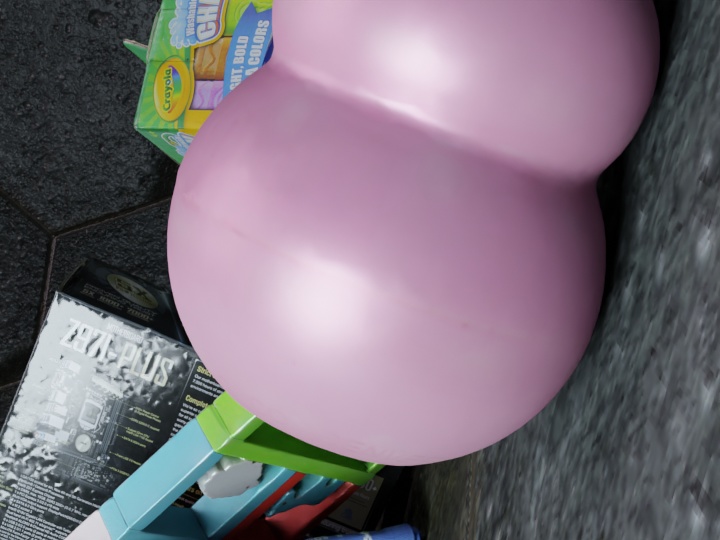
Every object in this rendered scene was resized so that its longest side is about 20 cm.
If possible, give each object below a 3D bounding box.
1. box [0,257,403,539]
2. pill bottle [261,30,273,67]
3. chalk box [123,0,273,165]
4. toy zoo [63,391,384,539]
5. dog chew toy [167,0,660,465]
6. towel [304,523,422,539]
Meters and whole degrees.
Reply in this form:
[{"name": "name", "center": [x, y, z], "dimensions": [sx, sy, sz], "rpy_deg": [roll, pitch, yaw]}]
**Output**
[{"name": "box", "center": [-0.093, 0.111, 0.706], "dimensions": [0.086, 0.198, 0.165], "rpy_deg": [-92, 25, -78]}, {"name": "pill bottle", "center": [0.010, -0.088, 0.615], "dimensions": [0.201, 0.115, 0.117], "rpy_deg": [-83, 6, -54]}, {"name": "chalk box", "center": [-0.056, -0.119, 0.821], "dimensions": [0.125, 0.198, 0.125], "rpy_deg": [37, -120, -60]}, {"name": "toy zoo", "center": [-0.071, 0.118, 0.599], "dimensions": [0.200, 0.021, 0.131], "rpy_deg": [-43, -30, 13]}, {"name": "dog chew toy", "center": [0.024, -0.052, 0.357], "dimensions": [0.125, 0.123, 0.202], "rpy_deg": [-100, 30, -79]}, {"name": "towel", "center": [-0.076, 0.170, 0.595], "dimensions": [0.145, 0.198, 0.024], "rpy_deg": [109, 147, -50]}]
